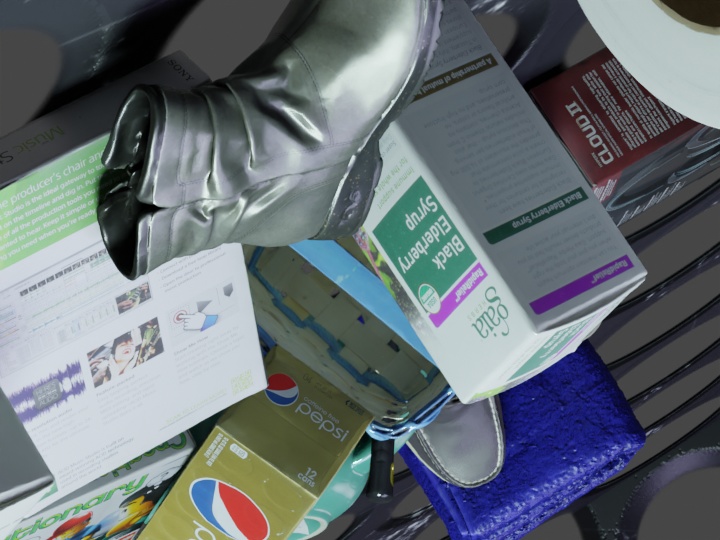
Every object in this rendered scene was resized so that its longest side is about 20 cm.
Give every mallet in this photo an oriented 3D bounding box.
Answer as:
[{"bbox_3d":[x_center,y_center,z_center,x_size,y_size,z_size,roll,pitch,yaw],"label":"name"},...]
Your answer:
[{"bbox_3d":[0.015,0.029,1.724,0.041,0.201,0.066,1,158,6],"label":"mallet"}]

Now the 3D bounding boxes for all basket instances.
[{"bbox_3d":[0.000,0.000,1.599,0.139,0.176,0.200,-49,178,7],"label":"basket"}]

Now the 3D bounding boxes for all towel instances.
[{"bbox_3d":[0.076,0.070,1.947,0.147,0.200,0.050,-36,158,7],"label":"towel"}]

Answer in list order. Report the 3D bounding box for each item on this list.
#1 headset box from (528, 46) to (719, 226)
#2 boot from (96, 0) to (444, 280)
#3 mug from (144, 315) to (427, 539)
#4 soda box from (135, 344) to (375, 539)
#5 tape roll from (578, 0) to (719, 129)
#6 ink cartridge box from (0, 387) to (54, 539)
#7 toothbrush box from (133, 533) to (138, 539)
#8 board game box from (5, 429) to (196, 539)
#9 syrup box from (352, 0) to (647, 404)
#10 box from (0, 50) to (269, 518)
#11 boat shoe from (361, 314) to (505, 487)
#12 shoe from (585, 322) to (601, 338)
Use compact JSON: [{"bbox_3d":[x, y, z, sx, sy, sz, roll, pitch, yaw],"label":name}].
[{"bbox_3d":[0.175,-0.092,1.868,0.199,0.077,0.149,-31,167,-16],"label":"headset box"},{"bbox_3d":[-0.043,-0.081,1.333,0.130,0.068,0.201,-11,133,-35],"label":"boot"},{"bbox_3d":[-0.060,0.098,1.786,0.151,0.115,0.185,5,159,-37],"label":"mug"},{"bbox_3d":[-0.065,0.122,1.637,0.064,0.068,0.200,-55,180,-33],"label":"soda box"},{"bbox_3d":[0.195,-0.177,1.335,0.139,0.203,0.203,-25,165,-32],"label":"tape roll"},{"bbox_3d":[-0.245,0.097,1.398,0.084,0.146,0.200,-21,163,-43],"label":"ink cartridge box"},{"bbox_3d":[-0.162,0.210,1.884,0.086,0.200,0.146,-32,167,-6],"label":"toothbrush box"},{"bbox_3d":[-0.192,0.141,1.582,0.199,0.035,0.126,-23,162,-31],"label":"board game box"},{"bbox_3d":[0.041,-0.046,1.440,0.081,0.201,0.079,-24,165,-35],"label":"syrup box"},{"bbox_3d":[-0.122,0.008,1.416,0.144,0.036,0.201,-28,137,-20],"label":"box"},{"bbox_3d":[0.042,0.055,1.845,0.072,0.201,0.065,-20,-155,-2],"label":"boat shoe"},{"bbox_3d":[0.105,0.020,1.821,0.200,0.053,0.070,15,100,-59],"label":"shoe"}]
